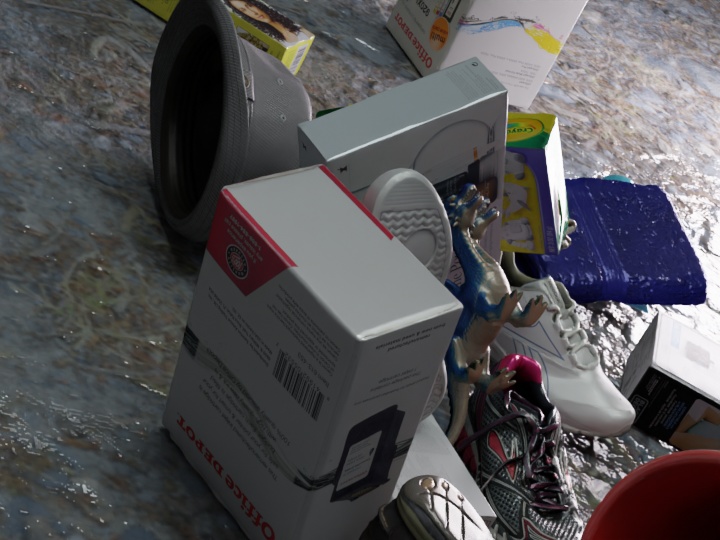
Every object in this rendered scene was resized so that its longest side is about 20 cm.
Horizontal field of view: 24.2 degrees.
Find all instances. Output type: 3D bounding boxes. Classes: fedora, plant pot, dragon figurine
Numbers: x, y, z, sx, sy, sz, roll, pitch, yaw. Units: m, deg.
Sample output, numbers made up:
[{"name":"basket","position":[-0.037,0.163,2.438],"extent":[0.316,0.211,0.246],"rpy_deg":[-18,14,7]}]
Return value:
[{"name":"fedora","position":[-0.097,-0.116,1.315],"extent":[0.090,0.177,0.201],"rpy_deg":[6,50,-26]},{"name":"plant pot","position":[0.264,0.223,1.093],"extent":[0.177,0.201,0.201],"rpy_deg":[13,29,-49]},{"name":"dragon figurine","position":[0.069,0.040,1.222],"extent":[0.059,0.201,0.099],"rpy_deg":[10,16,-46]}]

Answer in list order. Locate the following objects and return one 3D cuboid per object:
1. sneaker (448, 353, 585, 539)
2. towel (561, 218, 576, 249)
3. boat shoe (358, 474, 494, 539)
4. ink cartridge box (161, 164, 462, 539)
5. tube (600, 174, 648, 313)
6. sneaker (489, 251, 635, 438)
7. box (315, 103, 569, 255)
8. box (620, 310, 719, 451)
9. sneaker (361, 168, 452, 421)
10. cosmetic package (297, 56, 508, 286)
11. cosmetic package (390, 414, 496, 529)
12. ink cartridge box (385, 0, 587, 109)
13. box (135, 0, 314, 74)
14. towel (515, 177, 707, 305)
[{"name":"sneaker","position":[0.116,0.139,1.200],"extent":[0.080,0.075,0.200],"rpy_deg":[15,30,-25]},{"name":"towel","position":[0.082,-0.055,1.495],"extent":[0.132,0.035,0.200],"rpy_deg":[2,14,-45]},{"name":"boat shoe","position":[0.073,0.219,1.022],"extent":[0.200,0.073,0.074],"rpy_deg":[54,21,4]},{"name":"ink cartridge box","position":[-0.036,0.061,1.030],"extent":[0.084,0.201,0.145],"rpy_deg":[-16,49,-37]},{"name":"tube","position":[0.252,-0.027,1.667],"extent":[0.077,0.051,0.200],"rpy_deg":[19,32,-2]},{"name":"sneaker","position":[0.148,0.058,1.362],"extent":[0.200,0.087,0.074],"rpy_deg":[43,28,24]},{"name":"box","position":[0.062,-0.074,1.348],"extent":[0.199,0.118,0.048],"rpy_deg":[6,46,21]},{"name":"box","position":[0.325,0.126,1.445],"extent":[0.199,0.060,0.117],"rpy_deg":[30,26,1]},{"name":"sneaker","position":[0.000,0.000,1.110],"extent":[0.074,0.201,0.118],"rpy_deg":[-25,45,-25]},{"name":"cosmetic package","position":[0.033,-0.046,1.252],"extent":[0.150,0.201,0.052],"rpy_deg":[-21,49,-17]},{"name":"cosmetic package","position":[0.009,0.116,1.161],"extent":[0.082,0.051,0.200],"rpy_deg":[11,31,-35]},{"name":"ink cartridge box","position":[0.149,-0.311,1.890],"extent":[0.144,0.200,0.147],"rpy_deg":[9,32,-30]},{"name":"box","position":[-0.149,-0.262,1.678],"extent":[0.200,0.050,0.075],"rpy_deg":[33,26,9]},{"name":"towel","position":[0.221,-0.024,1.583],"extent":[0.199,0.050,0.148],"rpy_deg":[2,51,-26]}]
